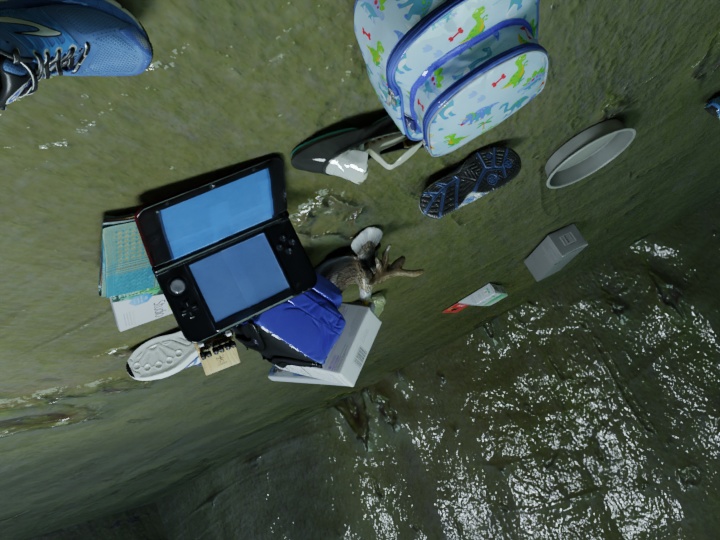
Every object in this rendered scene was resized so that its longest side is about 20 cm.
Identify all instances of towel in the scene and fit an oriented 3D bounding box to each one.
[{"bbox_3d":[-0.014,0.122,1.709,0.148,0.037,0.200,-21,163,-17],"label":"towel"},{"bbox_3d":[-0.248,-0.034,0.873,0.200,0.022,0.147,-16,147,-34],"label":"towel"}]

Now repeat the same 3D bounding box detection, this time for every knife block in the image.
[{"bbox_3d":[-0.259,0.077,1.086,0.064,0.200,0.176,-19,132,-16],"label":"knife block"}]

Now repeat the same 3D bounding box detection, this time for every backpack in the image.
[{"bbox_3d":[-0.128,0.091,1.191,0.168,0.162,0.200,-57,-164,-26],"label":"backpack"},{"bbox_3d":[0.098,-0.225,0.658,0.183,0.147,0.200,-31,160,5],"label":"backpack"}]

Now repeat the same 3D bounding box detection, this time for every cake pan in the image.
[{"bbox_3d":[0.465,-0.241,1.344,0.200,0.037,0.200,-25,163,-8],"label":"cake pan"}]

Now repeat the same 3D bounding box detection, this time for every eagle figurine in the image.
[{"bbox_3d":[-0.002,0.007,1.286,0.152,0.151,0.200,34,163,-27],"label":"eagle figurine"}]

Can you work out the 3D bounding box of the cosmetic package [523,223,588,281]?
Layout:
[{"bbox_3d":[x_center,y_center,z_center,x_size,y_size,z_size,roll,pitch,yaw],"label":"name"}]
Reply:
[{"bbox_3d":[0.600,-0.053,2.021,0.107,0.090,0.200,-25,160,-16],"label":"cosmetic package"}]

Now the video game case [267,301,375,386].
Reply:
[{"bbox_3d":[-0.079,0.146,1.338,0.200,0.183,0.022,-2,144,33],"label":"video game case"}]

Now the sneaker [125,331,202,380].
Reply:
[{"bbox_3d":[-0.341,0.169,1.277,0.200,0.081,0.147,-28,160,-13],"label":"sneaker"}]

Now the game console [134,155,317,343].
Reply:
[{"bbox_3d":[-0.163,-0.024,0.845,0.200,0.173,0.119,-26,178,-20],"label":"game console"}]

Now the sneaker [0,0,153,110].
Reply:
[{"bbox_3d":[-0.242,-0.151,0.464,0.200,0.089,0.079,-12,159,-41],"label":"sneaker"}]

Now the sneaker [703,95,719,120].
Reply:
[{"bbox_3d":[0.846,-0.393,1.442,0.200,0.078,0.090,-25,145,-18],"label":"sneaker"}]

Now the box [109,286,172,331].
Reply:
[{"bbox_3d":[-0.285,0.023,1.010,0.200,0.036,0.144,-22,163,-22],"label":"box"}]

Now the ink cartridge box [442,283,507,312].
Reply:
[{"bbox_3d":[0.404,0.115,2.294,0.200,0.050,0.161,-36,161,21],"label":"ink cartridge box"}]

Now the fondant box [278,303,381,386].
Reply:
[{"bbox_3d":[-0.074,0.135,1.285,0.200,0.145,0.058,7,151,37],"label":"fondant box"}]

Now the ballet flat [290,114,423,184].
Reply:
[{"bbox_3d":[0.010,-0.159,0.853,0.200,0.069,0.068,-23,163,-10],"label":"ballet flat"}]

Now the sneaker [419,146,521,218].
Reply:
[{"bbox_3d":[0.187,-0.158,1.148,0.200,0.076,0.077,-26,-175,-3],"label":"sneaker"}]
